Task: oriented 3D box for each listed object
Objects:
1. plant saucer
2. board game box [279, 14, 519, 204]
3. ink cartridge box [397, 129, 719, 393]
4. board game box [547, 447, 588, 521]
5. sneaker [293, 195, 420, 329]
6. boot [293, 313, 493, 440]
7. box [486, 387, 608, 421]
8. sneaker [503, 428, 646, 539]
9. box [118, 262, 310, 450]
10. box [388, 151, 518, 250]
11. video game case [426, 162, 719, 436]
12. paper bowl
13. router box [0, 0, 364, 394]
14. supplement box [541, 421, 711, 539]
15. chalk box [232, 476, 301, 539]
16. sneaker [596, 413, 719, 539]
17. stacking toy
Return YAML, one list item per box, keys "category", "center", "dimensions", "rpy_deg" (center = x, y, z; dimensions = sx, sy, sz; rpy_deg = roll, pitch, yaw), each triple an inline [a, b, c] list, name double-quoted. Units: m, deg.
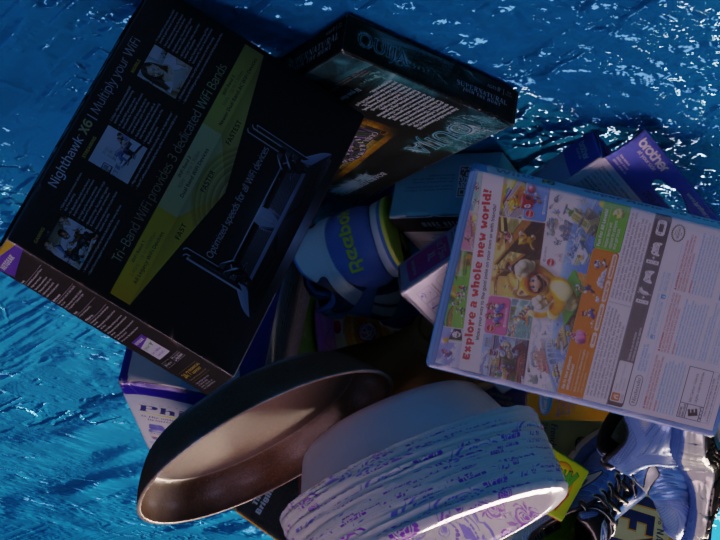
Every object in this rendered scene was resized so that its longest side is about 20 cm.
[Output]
- category: "plant saucer"
  center: [-0.072, 0.112, 1.383]
  dimensions: [0.199, 0.035, 0.200]
  rpy_deg: [-27, 161, -10]
- category: "board game box"
  center: [-0.007, -0.101, 1.317]
  dimensions: [0.135, 0.028, 0.200]
  rpy_deg: [20, 156, -28]
- category: "ink cartridge box"
  center: [0.139, -0.012, 1.344]
  dimensions: [0.200, 0.042, 0.119]
  rpy_deg: [-34, 122, 20]
- category: "board game box"
  center: [0.079, 0.130, 1.597]
  dimensions: [0.101, 0.048, 0.200]
  rpy_deg: [33, 175, -40]
- category: "sneaker"
  center: [0.000, 0.000, 1.476]
  dimensions: [0.082, 0.074, 0.200]
  rpy_deg: [-18, 161, 3]
- category: "boot"
  center: [0.044, 0.061, 1.455]
  dimensions: [0.199, 0.077, 0.155]
  rpy_deg: [-7, 159, -17]
- category: "box"
  center: [0.174, 0.099, 1.635]
  dimensions: [0.199, 0.042, 0.119]
  rpy_deg: [1, -176, -25]
- category: "sneaker"
  center: [0.188, 0.197, 1.604]
  dimensions: [0.089, 0.200, 0.079]
  rpy_deg: [29, 151, 60]
- category: "box"
  center: [-0.103, 0.039, 1.511]
  dimensions: [0.104, 0.185, 0.200]
  rpy_deg: [9, 159, 5]
- category: "box"
  center: [0.098, -0.022, 1.451]
  dimensions: [0.082, 0.049, 0.200]
  rpy_deg: [-1, 157, 25]
- category: "video game case"
  center: [0.154, 0.020, 1.304]
  dimensions: [0.199, 0.144, 0.018]
  rpy_deg: [14, -159, 4]
- category: "paper bowl"
  center: [0.038, 0.150, 1.405]
  dimensions: [0.200, 0.105, 0.201]
  rpy_deg: [-21, 164, -6]
- category: "router box"
  center: [-0.109, -0.050, 1.206]
  dimensions: [0.157, 0.201, 0.052]
  rpy_deg: [32, 154, -12]
- category: "supplement box"
  center: [0.181, 0.194, 1.762]
  dimensions: [0.199, 0.135, 0.200]
  rpy_deg: [8, 177, -21]
- category: "chalk box"
  center: [-0.021, 0.172, 1.617]
  dimensions: [0.124, 0.125, 0.200]
  rpy_deg: [33, 176, -37]
- category: "sneaker"
  center: [0.222, 0.127, 1.436]
  dimensions: [0.089, 0.079, 0.200]
  rpy_deg: [14, 146, 23]
- category: "stacking toy"
  center: [-0.047, 0.058, 1.680]
  dimensions: [0.199, 0.117, 0.110]
  rpy_deg: [-7, 159, 10]
